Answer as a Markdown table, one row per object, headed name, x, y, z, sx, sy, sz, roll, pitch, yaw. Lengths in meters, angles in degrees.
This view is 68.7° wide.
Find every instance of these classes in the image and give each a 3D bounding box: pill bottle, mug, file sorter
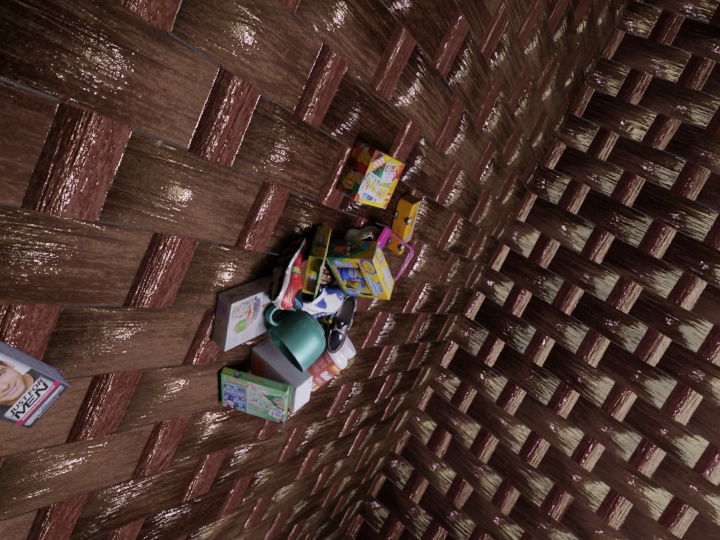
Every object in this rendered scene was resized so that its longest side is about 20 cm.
| name | x | y | z | sx | sy | sz | roll | pitch | yaw |
| --- | --- | --- | --- | --- | --- | --- | --- | --- | --- |
| pill bottle | -0.115 | 0.306 | 1.786 | 0.198 | 0.114 | 0.112 | -37 | 154 | 8 |
| mug | -0.169 | 0.173 | 1.441 | 0.114 | 0.151 | 0.188 | -41 | 150 | -20 |
| file sorter | 0.104 | -0.049 | 1.781 | 0.141 | 0.124 | 0.200 | -56 | 175 | 6 |

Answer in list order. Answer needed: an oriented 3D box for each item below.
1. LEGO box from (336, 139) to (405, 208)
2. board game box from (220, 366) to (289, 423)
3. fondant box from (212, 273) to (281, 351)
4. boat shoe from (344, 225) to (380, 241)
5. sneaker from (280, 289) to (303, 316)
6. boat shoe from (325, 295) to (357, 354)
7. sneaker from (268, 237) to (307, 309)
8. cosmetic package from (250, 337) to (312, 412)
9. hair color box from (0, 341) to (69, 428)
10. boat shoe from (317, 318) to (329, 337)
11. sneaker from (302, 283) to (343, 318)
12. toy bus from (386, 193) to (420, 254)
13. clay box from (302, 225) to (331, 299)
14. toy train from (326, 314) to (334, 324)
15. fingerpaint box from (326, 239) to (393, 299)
| name | x | y | z | sx | sy | sz | roll | pitch | yaw |
| --- | --- | --- | --- | --- | --- | --- | --- | --- | --- |
| LEGO box | 0.033 | -0.277 | 1.546 | 0.198 | 0.076 | 0.153 | 0 | 117 | -60 |
| board game box | -0.300 | 0.355 | 1.491 | 0.029 | 0.193 | 0.138 | -68 | 172 | -54 |
| fondant box | -0.291 | 0.107 | 1.394 | 0.198 | 0.057 | 0.149 | -24 | 137 | -51 |
| boat shoe | 0.019 | -0.100 | 1.722 | 0.198 | 0.061 | 0.074 | -14 | 131 | -57 |
| sneaker | -0.201 | 0.129 | 1.559 | 0.081 | 0.072 | 0.205 | -29 | 142 | -42 |
| boat shoe | -0.062 | 0.173 | 1.725 | 0.061 | 0.072 | 0.205 | 97 | 19 | -74 |
| sneaker | -0.183 | 0.010 | 1.403 | 0.085 | 0.075 | 0.206 | 40 | 59 | -40 |
| cosmetic package | -0.234 | 0.302 | 1.539 | 0.070 | 0.197 | 0.104 | -29 | 142 | -43 |
| hair color box | -0.613 | 0.190 | 0.905 | 0.100 | 0.060 | 0.202 | -50 | 152 | -16 |
| boat shoe | -0.152 | 0.199 | 1.728 | 0.198 | 0.064 | 0.074 | 8 | 110 | -63 |
| sneaker | -0.121 | 0.079 | 1.642 | 0.197 | 0.080 | 0.118 | -28 | 143 | -44 |
| toy bus | 0.154 | -0.165 | 1.894 | 0.078 | 0.064 | 0.206 | -31 | 142 | -47 |
| clay box | -0.122 | -0.024 | 1.454 | 0.202 | 0.046 | 0.118 | -82 | -174 | -59 |
| toy train | -0.047 | 0.124 | 1.849 | 0.148 | 0.055 | 0.206 | -11 | 127 | -56 |
| fingerpaint box | 0.000 | 0.000 | 1.626 | 0.203 | 0.161 | 0.075 | 66 | 36 | -48 |
